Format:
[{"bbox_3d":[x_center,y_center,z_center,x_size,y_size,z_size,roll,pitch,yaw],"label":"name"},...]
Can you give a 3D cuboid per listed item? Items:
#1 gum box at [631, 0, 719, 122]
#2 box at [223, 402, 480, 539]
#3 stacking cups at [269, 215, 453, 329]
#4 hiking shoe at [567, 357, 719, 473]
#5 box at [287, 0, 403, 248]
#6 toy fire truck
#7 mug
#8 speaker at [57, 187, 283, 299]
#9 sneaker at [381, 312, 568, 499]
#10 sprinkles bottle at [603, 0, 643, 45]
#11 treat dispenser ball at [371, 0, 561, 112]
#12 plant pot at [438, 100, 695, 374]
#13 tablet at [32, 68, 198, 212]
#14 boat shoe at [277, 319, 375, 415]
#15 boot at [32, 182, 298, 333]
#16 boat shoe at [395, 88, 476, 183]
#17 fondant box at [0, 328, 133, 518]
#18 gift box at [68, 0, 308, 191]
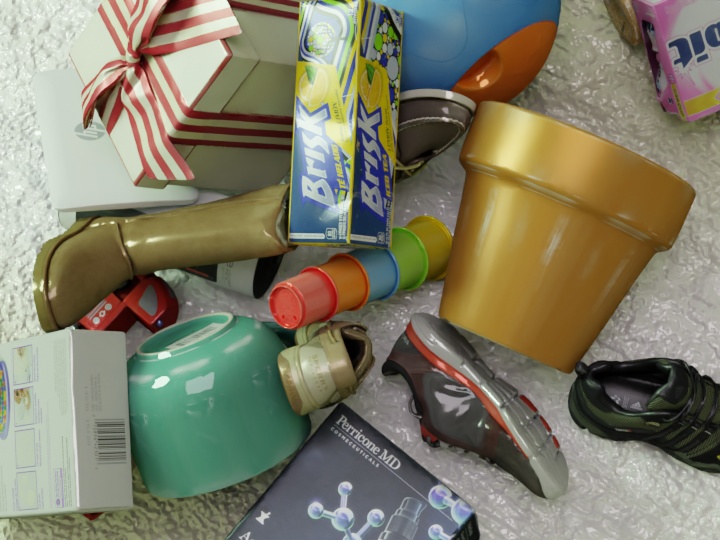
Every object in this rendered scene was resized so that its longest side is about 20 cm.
[{"bbox_3d":[0.346,-0.224,1.526,0.199,0.066,0.114,-23,109,-3],"label":"gum box"},{"bbox_3d":[-0.018,0.240,1.409,0.148,0.107,0.200,37,77,17],"label":"box"},{"bbox_3d":[0.000,0.000,1.453,0.199,0.061,0.061,-18,61,-48],"label":"stacking cups"},{"bbox_3d":[0.272,0.118,1.424,0.198,0.101,0.076,8,72,9],"label":"hiking shoe"},{"bbox_3d":[-0.012,-0.119,1.410,0.064,0.070,0.202,1,88,33],"label":"box"},{"bbox_3d":[-0.217,0.103,1.509,0.141,0.049,0.200,39,78,17],"label":"toy fire truck"},{"bbox_3d":[-0.126,0.099,1.440,0.151,0.185,0.115,-16,105,13],"label":"mug"},{"bbox_3d":[-0.167,-0.043,1.540,0.199,0.081,0.082,20,74,12],"label":"speaker"},{"bbox_3d":[0.096,0.130,1.468,0.082,0.077,0.200,-48,70,17],"label":"sneaker"},{"bbox_3d":[0.323,-0.283,1.579,0.199,0.068,0.068,-29,70,-4],"label":"sprinkles bottle"},{"bbox_3d":[0.078,-0.235,1.517,0.199,0.201,0.202,-2,70,5],"label":"treat dispenser ball"},{"bbox_3d":[0.157,-0.020,1.449,0.199,0.200,0.184,23,89,13],"label":"plant pot"},{"bbox_3d":[-0.225,-0.123,1.549,0.129,0.014,0.201,-4,43,-14],"label":"tablet"},{"bbox_3d":[-0.018,0.077,1.423,0.064,0.200,0.072,-20,95,9],"label":"boat shoe"},{"bbox_3d":[-0.157,-0.017,1.415,0.198,0.067,0.175,-7,27,14],"label":"boot"},{"bbox_3d":[0.030,-0.107,1.494,0.072,0.200,0.060,25,67,-29],"label":"boat shoe"},{"bbox_3d":[-0.270,0.132,1.425,0.199,0.058,0.145,-12,79,46],"label":"fondant box"},{"bbox_3d":[-0.126,-0.176,1.481,0.185,0.186,0.200,-54,53,29],"label":"gift box"}]
